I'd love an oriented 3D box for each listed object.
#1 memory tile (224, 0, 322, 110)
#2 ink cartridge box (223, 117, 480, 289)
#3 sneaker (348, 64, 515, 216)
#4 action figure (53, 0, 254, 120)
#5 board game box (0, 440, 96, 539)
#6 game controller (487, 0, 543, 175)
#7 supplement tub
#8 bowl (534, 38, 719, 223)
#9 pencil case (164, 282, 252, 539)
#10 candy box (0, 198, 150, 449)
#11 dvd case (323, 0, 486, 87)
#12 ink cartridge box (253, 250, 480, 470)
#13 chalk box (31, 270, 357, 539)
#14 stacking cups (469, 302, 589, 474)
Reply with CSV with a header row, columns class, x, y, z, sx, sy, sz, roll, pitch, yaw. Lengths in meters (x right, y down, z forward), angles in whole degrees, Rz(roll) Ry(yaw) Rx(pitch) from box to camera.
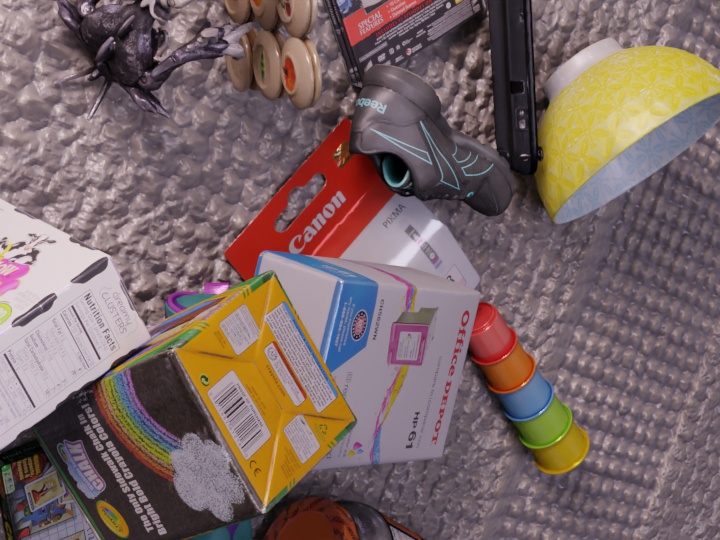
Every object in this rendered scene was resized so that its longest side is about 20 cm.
class,x,y,z,sx,sy,sz,roll,pitch,yaw
memory tile,-0.068,-0.218,0.992,0.017,0.153,0.201,-11,109,-24
ink cartridge box,0.000,0.000,1.186,0.163,0.057,0.200,-50,133,-16
sneaker,0.055,-0.089,1.176,0.200,0.075,0.079,37,70,-41
action figure,-0.128,-0.186,0.969,0.119,0.200,0.102,51,34,5
board game box,-0.218,0.218,1.093,0.105,0.023,0.201,-21,116,-36
game controller,0.130,-0.185,1.203,0.042,0.104,0.201,-3,112,5
supplement tub,0.010,0.277,1.231,0.200,0.122,0.123,37,80,-39
bowl,0.227,-0.143,1.270,0.200,0.200,0.108,-25,76,-31
pencil case,-0.118,0.117,1.100,0.085,0.092,0.201,6,105,-2
candy box,-0.264,0.050,0.904,0.200,0.168,0.072,-39,126,-25
dvd case,0.021,-0.268,1.135,0.146,0.022,0.200,-36,125,-25
ink cartridge box,-0.002,0.070,1.091,0.200,0.084,0.145,5,100,-56
chalk box,-0.129,0.105,0.962,0.124,0.200,0.125,-39,103,-51
stacking cups,0.153,0.112,1.336,0.061,0.060,0.200,-48,128,-17
